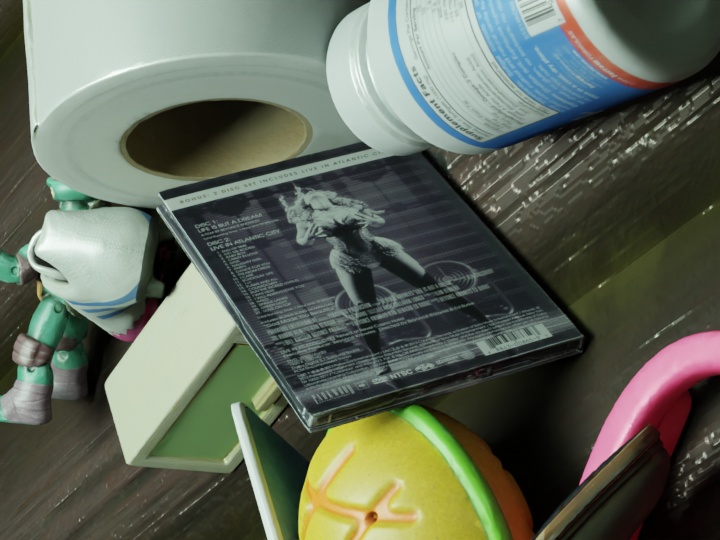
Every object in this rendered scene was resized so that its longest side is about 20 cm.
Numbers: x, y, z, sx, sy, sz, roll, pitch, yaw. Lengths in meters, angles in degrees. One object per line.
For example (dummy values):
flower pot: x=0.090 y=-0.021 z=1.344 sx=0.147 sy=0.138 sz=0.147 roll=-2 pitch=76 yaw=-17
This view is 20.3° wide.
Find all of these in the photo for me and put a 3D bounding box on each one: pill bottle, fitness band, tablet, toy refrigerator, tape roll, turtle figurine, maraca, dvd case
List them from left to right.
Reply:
turtle figurine: x=-0.207 y=-0.005 z=1.334 sx=0.101 sy=0.150 sz=0.200 roll=15 pitch=105 yaw=30
tape roll: x=-0.086 y=-0.134 z=1.124 sx=0.203 sy=0.202 sz=0.139 roll=-31 pitch=60 yaw=47
toy refrigerator: x=-0.066 y=0.036 z=1.166 sx=0.200 sy=0.076 sz=0.070 roll=-51 pitch=45 yaw=34
tablet: x=-0.016 y=0.172 z=1.034 sx=0.014 sy=0.130 sz=0.200 roll=-27 pitch=55 yaw=10
dvd case: x=0.000 y=0.000 z=1.027 sx=0.200 sy=0.148 sz=0.016 roll=-128 pitch=30 yaw=-45
maraca: x=0.038 y=0.154 z=0.976 sx=0.137 sy=0.107 sz=0.200 roll=-40 pitch=72 yaw=55
pill bottle: x=0.074 y=-0.120 z=0.974 sx=0.200 sy=0.112 sz=0.112 roll=-18 pitch=69 yaw=52
fitness band: x=0.151 y=0.123 z=0.879 sx=0.144 sy=0.037 sz=0.200 roll=37 pitch=114 yaw=51

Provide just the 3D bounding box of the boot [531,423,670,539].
boot: x=0.098 y=0.169 z=0.877 sx=0.097 sy=0.075 sz=0.200 roll=36 pitch=99 yaw=11

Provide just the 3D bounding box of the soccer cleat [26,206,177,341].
soccer cleat: x=-0.159 y=-0.004 z=1.238 sx=0.200 sy=0.086 sz=0.070 roll=118 pitch=164 yaw=-77
